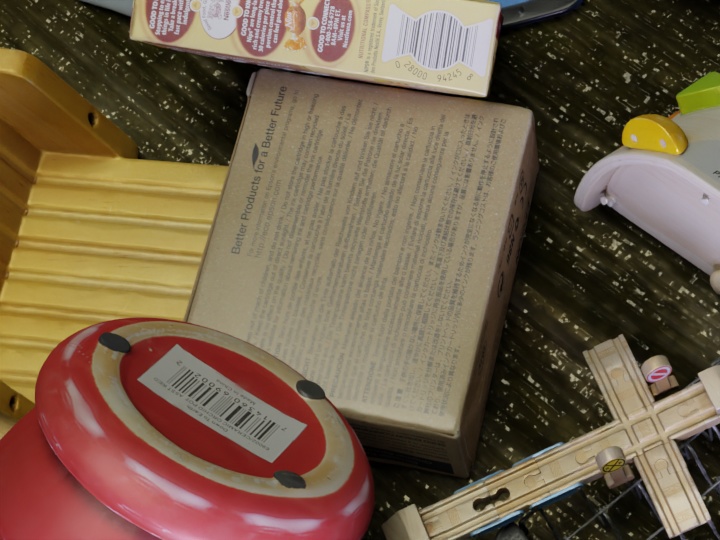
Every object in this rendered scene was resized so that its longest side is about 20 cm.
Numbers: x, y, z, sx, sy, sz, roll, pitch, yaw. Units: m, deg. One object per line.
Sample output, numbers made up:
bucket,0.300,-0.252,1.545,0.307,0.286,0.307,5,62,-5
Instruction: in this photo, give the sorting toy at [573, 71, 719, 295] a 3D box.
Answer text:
sorting toy,0.247,-0.063,1.191,0.180,0.107,0.200,-38,56,-24

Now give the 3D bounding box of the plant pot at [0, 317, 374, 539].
plant pot,-0.104,0.138,1.103,0.200,0.200,0.183,44,121,31

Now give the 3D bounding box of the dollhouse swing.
dollhouse swing,-0.165,-0.013,1.267,0.176,0.182,0.200,-1,63,31

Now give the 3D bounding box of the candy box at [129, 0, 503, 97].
candy box,-0.022,-0.138,1.256,0.200,0.115,0.055,10,94,3

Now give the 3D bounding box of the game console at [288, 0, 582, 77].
game console,0.019,-0.232,1.334,0.200,0.171,0.118,-14,34,12

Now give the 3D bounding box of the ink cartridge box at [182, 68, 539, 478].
ink cartridge box,0.000,0.000,1.230,0.165,0.075,0.200,10,68,13

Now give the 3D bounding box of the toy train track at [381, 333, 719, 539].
toy train track,0.103,0.095,1.122,0.200,0.033,0.115,-26,58,4

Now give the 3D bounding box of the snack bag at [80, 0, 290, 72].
snack bag,-0.105,-0.236,1.359,0.200,0.021,0.189,23,117,33

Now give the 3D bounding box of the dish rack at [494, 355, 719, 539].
dish rack,0.177,0.136,1.127,0.200,0.055,0.153,-38,59,-4
